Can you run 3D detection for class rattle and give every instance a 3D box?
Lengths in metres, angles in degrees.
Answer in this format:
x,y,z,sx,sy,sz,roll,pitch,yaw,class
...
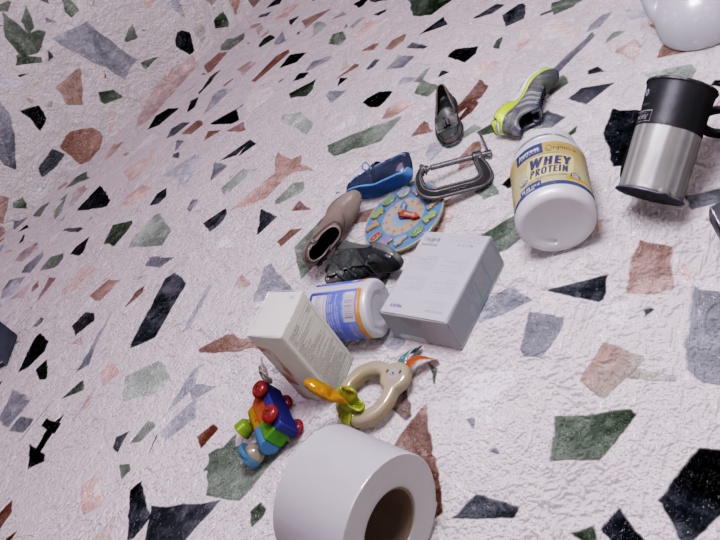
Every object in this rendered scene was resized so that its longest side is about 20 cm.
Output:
x,y,z,sx,sy,sz,roll,pitch,yaw,class
0.019,0.166,1.171,0.198,0.144,0.131,-35,18,9,rattle

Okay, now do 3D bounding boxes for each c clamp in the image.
x,y,z,sx,sy,sz,roll,pitch,yaw,class
0.205,-0.221,1.495,0.196,0.027,0.173,-18,48,-4,c clamp

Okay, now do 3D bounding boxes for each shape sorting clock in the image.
x,y,z,sx,sy,sz,roll,pitch,yaw,class
0.093,-0.118,1.489,0.197,0.039,0.202,-21,40,18,shape sorting clock

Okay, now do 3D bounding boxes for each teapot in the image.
x,y,z,sx,sy,sz,roll,pitch,yaw,class
0.703,-0.567,1.411,0.198,0.147,0.198,-34,38,0,teapot

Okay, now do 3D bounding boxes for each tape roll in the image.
x,y,z,sx,sy,sz,roll,pitch,yaw,class
-0.006,0.335,0.956,0.137,0.204,0.204,10,55,42,tape roll

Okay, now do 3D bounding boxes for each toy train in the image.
x,y,z,sx,sy,sz,roll,pitch,yaw,class
-0.192,0.264,1.280,0.116,0.084,0.200,-47,37,6,toy train

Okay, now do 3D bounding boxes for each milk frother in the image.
x,y,z,sx,sy,sz,roll,pitch,yaw,class
0.556,-0.203,1.162,0.196,0.180,0.192,17,95,14,milk frother

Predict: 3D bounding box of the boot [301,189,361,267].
x,y,z,sx,sy,sz,roll,pitch,yaw,class
-0.058,-0.093,1.509,0.202,0.070,0.146,-55,7,2,boot

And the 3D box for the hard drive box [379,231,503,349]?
x,y,z,sx,sy,sz,roll,pitch,yaw,class
0.150,0.031,1.257,0.154,0.077,0.202,7,54,42,hard drive box

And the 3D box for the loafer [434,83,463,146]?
x,y,z,sx,sy,sz,roll,pitch,yaw,class
0.204,-0.379,1.658,0.071,0.063,0.202,-20,40,19,loafer

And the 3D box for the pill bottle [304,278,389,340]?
x,y,z,sx,sy,sz,roll,pitch,yaw,class
-0.047,0.081,1.326,0.197,0.113,0.113,-8,45,32,pill bottle

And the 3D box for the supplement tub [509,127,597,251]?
x,y,z,sx,sy,sz,roll,pitch,yaw,class
0.347,-0.151,1.245,0.142,0.145,0.202,-17,41,22,supplement tub

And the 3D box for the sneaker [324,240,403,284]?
x,y,z,sx,sy,sz,roll,pitch,yaw,class
0.000,0.000,1.409,0.197,0.077,0.115,6,55,45,sneaker

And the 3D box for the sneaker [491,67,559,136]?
x,y,z,sx,sy,sz,roll,pitch,yaw,class
0.383,-0.367,1.517,0.201,0.074,0.081,-49,48,-7,sneaker

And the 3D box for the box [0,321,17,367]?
x,y,z,sx,sy,sz,roll,pitch,yaw,class
-1.139,0.206,1.952,0.194,0.201,0.125,-25,40,13,box

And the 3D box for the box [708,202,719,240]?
x,y,z,sx,sy,sz,roll,pitch,yaw,class
0.631,-0.057,0.974,0.197,0.050,0.160,-22,57,17,box

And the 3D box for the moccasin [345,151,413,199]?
x,y,z,sx,sy,sz,roll,pitch,yaw,class
0.049,-0.218,1.581,0.197,0.080,0.070,-12,66,39,moccasin

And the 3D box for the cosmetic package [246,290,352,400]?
x,y,z,sx,sy,sz,roll,pitch,yaw,class
-0.105,0.138,1.236,0.086,0.201,0.104,-1,48,34,cosmetic package
